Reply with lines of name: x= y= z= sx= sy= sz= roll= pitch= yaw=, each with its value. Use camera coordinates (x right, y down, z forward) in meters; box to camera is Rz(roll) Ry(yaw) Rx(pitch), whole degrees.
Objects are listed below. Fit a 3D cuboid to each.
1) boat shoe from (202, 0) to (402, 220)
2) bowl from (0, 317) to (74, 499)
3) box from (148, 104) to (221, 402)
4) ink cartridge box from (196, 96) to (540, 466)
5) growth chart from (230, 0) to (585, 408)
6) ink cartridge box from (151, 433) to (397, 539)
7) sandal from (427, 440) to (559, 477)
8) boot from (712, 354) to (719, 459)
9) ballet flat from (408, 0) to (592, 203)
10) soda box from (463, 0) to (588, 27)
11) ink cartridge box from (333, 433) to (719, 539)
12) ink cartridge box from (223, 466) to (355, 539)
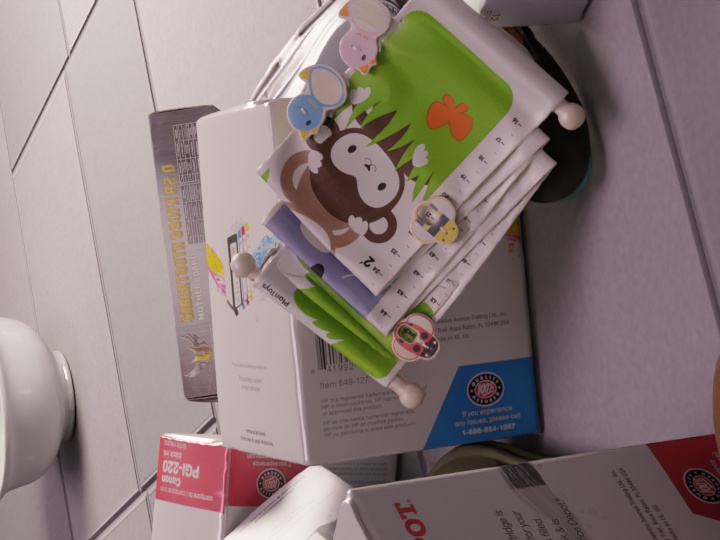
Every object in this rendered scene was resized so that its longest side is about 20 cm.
boat shoe: x=-0.035 y=-0.102 z=1.298 sx=0.200 sy=0.073 sz=0.065 roll=-47 pitch=30 yaw=26
bowl: x=-0.354 y=0.136 z=2.120 sx=0.201 sy=0.090 sz=0.202 roll=175 pitch=90 yaw=-67
box: x=-0.100 y=-0.008 z=1.445 sx=0.158 sy=0.048 sz=0.201 roll=21 pitch=-119 yaw=-82
ink cartridge box: x=0.000 y=0.000 z=1.169 sx=0.145 sy=0.147 sz=0.201 roll=179 pitch=86 yaw=-67
growth chart: x=0.019 y=-0.047 z=1.048 sx=0.200 sy=0.144 sz=0.018 roll=-59 pitch=-3 yaw=16
ink cartridge box: x=-0.059 y=0.208 z=1.305 sx=0.085 sy=0.145 sz=0.201 roll=0 pitch=85 yaw=49
sandal: x=0.077 y=0.137 z=1.109 sx=0.080 sy=0.057 sz=0.201 roll=66 pitch=155 yaw=-3
boot: x=0.189 y=0.108 z=0.862 sx=0.075 sy=0.073 sz=0.201 roll=110 pitch=157 yaw=-69
ballet flat: x=0.058 y=-0.119 z=1.085 sx=0.068 sy=0.068 sz=0.200 roll=-39 pitch=51 yaw=19
soda box: x=0.102 y=-0.209 z=0.986 sx=0.200 sy=0.063 sz=0.068 roll=114 pitch=144 yaw=-51
ink cartridge box: x=0.099 y=0.160 z=0.899 sx=0.144 sy=0.199 sz=0.084 roll=-118 pitch=32 yaw=-44
ink cartridge box: x=0.020 y=0.211 z=1.173 sx=0.147 sy=0.086 sz=0.200 roll=54 pitch=165 yaw=-21
